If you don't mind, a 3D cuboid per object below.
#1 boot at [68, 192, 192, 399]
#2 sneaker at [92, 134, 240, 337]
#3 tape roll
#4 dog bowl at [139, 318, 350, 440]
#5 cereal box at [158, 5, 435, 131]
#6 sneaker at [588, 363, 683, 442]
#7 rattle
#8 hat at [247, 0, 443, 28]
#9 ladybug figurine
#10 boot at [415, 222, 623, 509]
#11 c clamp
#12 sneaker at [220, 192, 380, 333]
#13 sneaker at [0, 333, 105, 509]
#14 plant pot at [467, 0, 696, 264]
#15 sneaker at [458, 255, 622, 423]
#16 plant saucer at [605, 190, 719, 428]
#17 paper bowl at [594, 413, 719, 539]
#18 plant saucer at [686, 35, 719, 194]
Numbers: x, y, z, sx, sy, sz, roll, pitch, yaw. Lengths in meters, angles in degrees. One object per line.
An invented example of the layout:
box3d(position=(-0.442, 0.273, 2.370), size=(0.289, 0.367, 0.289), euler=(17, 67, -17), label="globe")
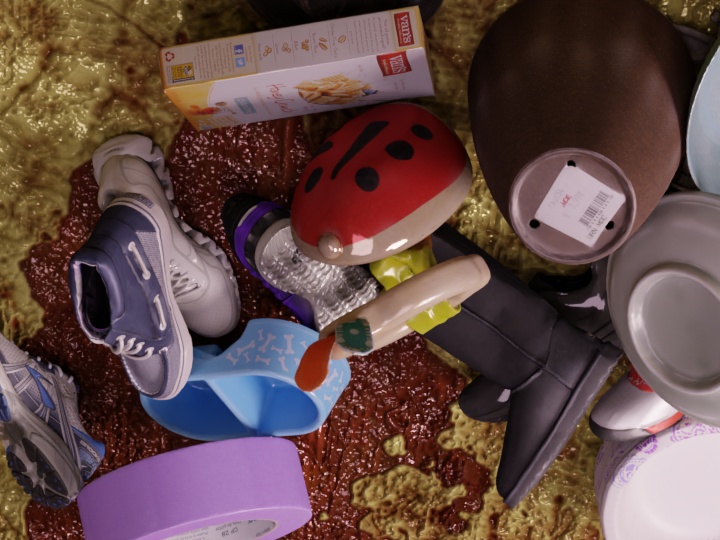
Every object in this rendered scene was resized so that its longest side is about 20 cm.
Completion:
box3d(position=(-0.190, 0.042, 1.404), size=(0.072, 0.091, 0.202), euler=(11, 129, 22), label="boot")
box3d(position=(-0.165, -0.014, 1.468), size=(0.075, 0.081, 0.201), euler=(-25, 120, 12), label="sneaker")
box3d(position=(-0.145, 0.208, 1.544), size=(0.198, 0.066, 0.200), euler=(-14, 162, -5), label="tape roll")
box3d(position=(-0.105, 0.099, 1.510), size=(0.198, 0.050, 0.112), euler=(-6, 138, 31), label="dog bowl")
box3d(position=(-0.044, -0.153, 1.354), size=(0.198, 0.144, 0.040), euler=(-8, 81, 5), label="cereal box")
box3d(position=(0.273, 0.059, 1.496), size=(0.200, 0.067, 0.109), euler=(-25, 123, -14), label="sneaker")
box3d(position=(0.000, 0.000, 1.375), size=(0.130, 0.199, 0.144), euler=(-13, 94, 49), label="rattle")
box3d(position=(-0.009, -0.243, 1.327), size=(0.198, 0.081, 0.202), euler=(0, 121, 0), label="hat")
box3d(position=(0.013, -0.072, 1.367), size=(0.134, 0.200, 0.073), euler=(0, 120, 24), label="ladybug figurine")
box3d(position=(0.096, 0.077, 1.479), size=(0.199, 0.066, 0.166), euler=(34, 101, 12), label="boot")
box3d(position=(0.256, -0.127, 1.432), size=(0.169, 0.027, 0.202), euler=(11, 120, -7), label="c clamp")
box3d(position=(-0.055, -0.008, 1.479), size=(0.070, 0.099, 0.200), euler=(-48, 144, -7), label="sneaker")
box3d(position=(-0.297, 0.109, 1.552), size=(0.077, 0.085, 0.201), euler=(-25, 100, 42), label="sneaker")
box3d(position=(0.165, -0.094, 1.335), size=(0.185, 0.201, 0.189), euler=(4, 119, 7), label="plant pot")
box3d(position=(0.158, 0.053, 1.524), size=(0.199, 0.076, 0.091), euler=(-38, 106, 12), label="sneaker")
box3d(position=(0.265, 0.040, 1.380), size=(0.199, 0.050, 0.202), euler=(24, 127, 36), label="plant saucer")
box3d(position=(0.309, 0.186, 1.579), size=(0.198, 0.105, 0.202), euler=(0, 122, 0), label="paper bowl")
box3d(position=(0.318, -0.148, 1.371), size=(0.200, 0.039, 0.203), euler=(-21, 131, -26), label="plant saucer")
